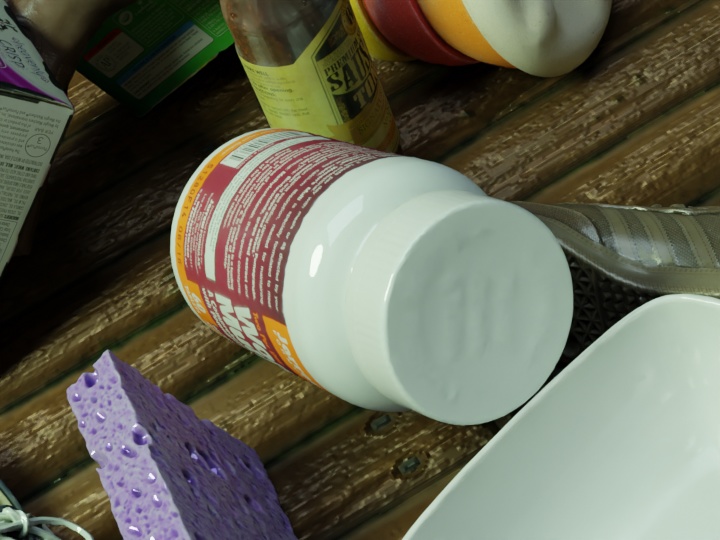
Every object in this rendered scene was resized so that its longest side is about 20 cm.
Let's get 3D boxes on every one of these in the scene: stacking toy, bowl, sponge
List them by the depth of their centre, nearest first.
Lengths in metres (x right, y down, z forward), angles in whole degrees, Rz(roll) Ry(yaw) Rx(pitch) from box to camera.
[{"bbox_3d":[0.135,0.121,0.621,0.200,0.075,0.200,-43,45,-17],"label":"bowl"},{"bbox_3d":[-0.051,0.126,0.672,0.030,0.112,0.200,-41,43,7],"label":"sponge"},{"bbox_3d":[0.029,-0.164,0.929,0.199,0.146,0.147,-10,42,41],"label":"stacking toy"}]

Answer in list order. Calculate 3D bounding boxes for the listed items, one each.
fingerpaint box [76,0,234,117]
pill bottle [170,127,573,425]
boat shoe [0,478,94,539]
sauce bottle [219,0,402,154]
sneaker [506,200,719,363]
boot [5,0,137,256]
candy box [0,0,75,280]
[{"bbox_3d":[-0.080,-0.211,0.973,0.200,0.073,0.167,-30,34,40],"label":"fingerpaint box"},{"bbox_3d":[0.000,0.000,0.733,0.109,0.110,0.200,-41,26,-16],"label":"pill bottle"},{"bbox_3d":[-0.170,0.128,0.748,0.200,0.075,0.062,37,106,50],"label":"boat shoe"},{"bbox_3d":[-0.033,-0.119,0.833,0.066,0.200,0.066,-12,47,13],"label":"sauce bottle"},{"bbox_3d":[0.134,0.003,0.754,0.199,0.071,0.075,17,38,32],"label":"sneaker"},{"bbox_3d":[-0.166,-0.087,0.889,0.186,0.064,0.201,19,91,58],"label":"boot"},{"bbox_3d":[-0.231,-0.038,0.868,0.201,0.061,0.136,-61,40,21],"label":"candy box"}]
